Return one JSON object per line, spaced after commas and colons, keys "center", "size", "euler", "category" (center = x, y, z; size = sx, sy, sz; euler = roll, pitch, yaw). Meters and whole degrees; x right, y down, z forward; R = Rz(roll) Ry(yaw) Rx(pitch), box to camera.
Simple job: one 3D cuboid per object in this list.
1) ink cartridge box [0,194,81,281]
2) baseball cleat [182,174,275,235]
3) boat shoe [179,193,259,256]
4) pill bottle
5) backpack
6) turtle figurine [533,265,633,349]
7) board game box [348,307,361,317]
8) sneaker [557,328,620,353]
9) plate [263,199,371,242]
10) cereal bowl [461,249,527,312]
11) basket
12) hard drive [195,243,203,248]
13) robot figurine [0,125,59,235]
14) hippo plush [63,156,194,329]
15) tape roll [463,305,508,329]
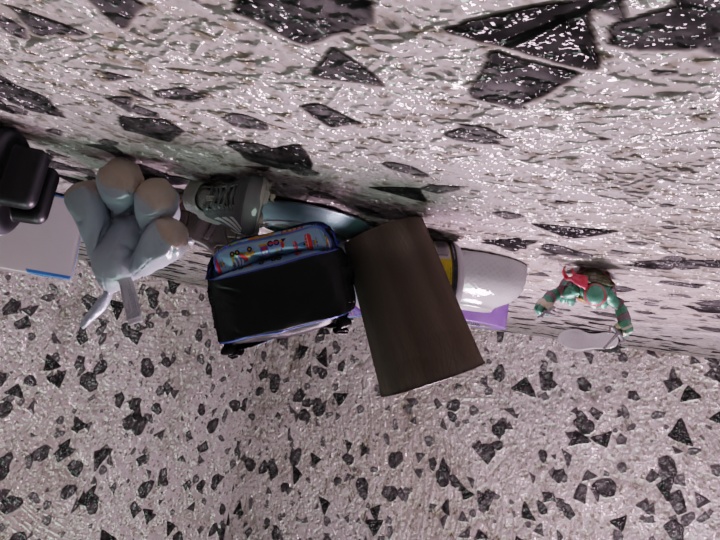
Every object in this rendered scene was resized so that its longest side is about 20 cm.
{"center": [-0.601, -0.063, 1.226], "size": [0.145, 0.148, 0.199], "euler": [11, 174, -23], "category": "ink cartridge box"}
{"center": [-0.168, -0.081, 0.813], "size": [0.105, 0.071, 0.200], "euler": [15, 169, -15], "category": "baseball cleat"}
{"center": [-0.207, -0.054, 1.000], "size": [0.199, 0.075, 0.073], "euler": [39, -175, -18], "category": "boat shoe"}
{"center": [0.049, 0.007, 0.980], "size": [0.196, 0.115, 0.112], "euler": [4, 174, -7], "category": "pill bottle"}
{"center": [-0.095, 0.015, 0.844], "size": [0.179, 0.137, 0.200], "euler": [-13, -174, 2], "category": "backpack"}
{"center": [0.353, 0.045, 1.010], "size": [0.148, 0.102, 0.200], "euler": [23, -168, 14], "category": "turtle figurine"}
{"center": [0.000, 0.000, 1.072], "size": [0.198, 0.159, 0.039], "euler": [-1, 138, -44], "category": "board game box"}
{"center": [0.746, 0.233, 2.123], "size": [0.197, 0.072, 0.099], "euler": [-2, 163, 39], "category": "sneaker"}
{"center": [-0.082, -0.069, 0.984], "size": [0.196, 0.026, 0.200], "euler": [9, 174, 1], "category": "plate"}
{"center": [0.183, 0.022, 1.125], "size": [0.196, 0.085, 0.200], "euler": [10, 173, 1], "category": "cereal bowl"}
{"center": [0.061, 0.044, 0.851], "size": [0.134, 0.204, 0.180], "euler": [-16, 173, -18], "category": "basket"}
{"center": [-0.333, -0.083, 1.062], "size": [0.138, 0.039, 0.199], "euler": [18, 178, 26], "category": "hard drive"}
{"center": [-0.453, -0.111, 0.742], "size": [0.196, 0.153, 0.126], "euler": [9, -150, -6], "category": "robot figurine"}
{"center": [-0.273, -0.046, 0.865], "size": [0.156, 0.204, 0.161], "euler": [-5, -172, 13], "category": "hippo plush"}
{"center": [0.237, 0.077, 1.492], "size": [0.196, 0.087, 0.200], "euler": [9, 173, 1], "category": "tape roll"}
